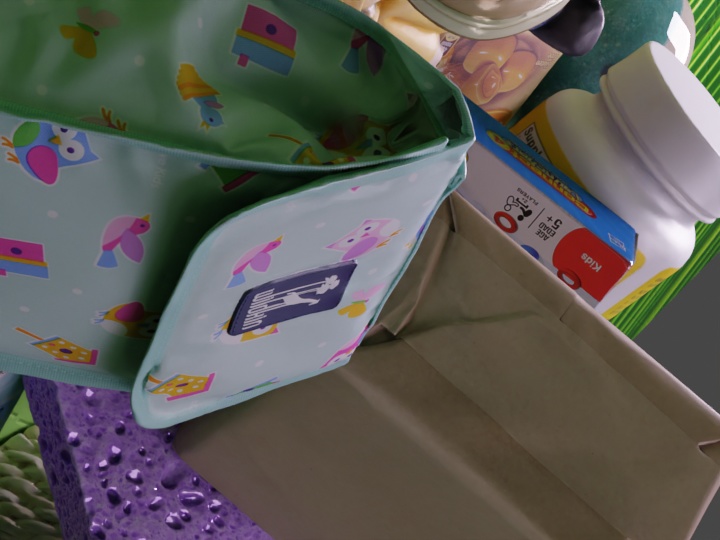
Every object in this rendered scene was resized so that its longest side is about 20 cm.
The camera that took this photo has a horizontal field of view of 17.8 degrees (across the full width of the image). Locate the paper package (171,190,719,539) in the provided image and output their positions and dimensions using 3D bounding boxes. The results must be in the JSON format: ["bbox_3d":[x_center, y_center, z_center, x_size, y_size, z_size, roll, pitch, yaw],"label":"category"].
[{"bbox_3d":[0.038,0.081,1.029,0.104,0.191,0.200,-55,-171,-27],"label":"paper package"}]

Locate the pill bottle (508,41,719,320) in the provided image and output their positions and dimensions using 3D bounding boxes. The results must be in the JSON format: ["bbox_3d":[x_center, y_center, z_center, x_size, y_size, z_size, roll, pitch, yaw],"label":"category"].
[{"bbox_3d":[0.103,-0.023,1.211,0.200,0.114,0.114,-37,169,18],"label":"pill bottle"}]

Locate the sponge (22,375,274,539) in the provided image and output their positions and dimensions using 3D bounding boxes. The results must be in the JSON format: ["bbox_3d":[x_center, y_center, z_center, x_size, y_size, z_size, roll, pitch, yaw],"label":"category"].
[{"bbox_3d":[-0.087,0.129,1.094,0.111,0.201,0.030,-17,-175,-43],"label":"sponge"}]

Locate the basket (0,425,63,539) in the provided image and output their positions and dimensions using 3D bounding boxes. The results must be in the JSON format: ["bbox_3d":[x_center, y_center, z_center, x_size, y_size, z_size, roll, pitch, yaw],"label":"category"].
[{"bbox_3d":[-0.120,0.187,1.246,0.198,0.200,0.161,-26,127,-52],"label":"basket"}]

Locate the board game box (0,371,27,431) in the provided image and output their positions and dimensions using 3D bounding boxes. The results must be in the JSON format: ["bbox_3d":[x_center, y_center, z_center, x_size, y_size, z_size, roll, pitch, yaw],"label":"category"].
[{"bbox_3d":[-0.205,0.049,1.017,0.151,0.047,0.200,-28,158,-50],"label":"board game box"}]

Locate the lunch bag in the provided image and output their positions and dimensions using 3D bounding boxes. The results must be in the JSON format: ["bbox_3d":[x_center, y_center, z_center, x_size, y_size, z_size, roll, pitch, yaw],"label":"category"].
[{"bbox_3d":[-0.072,-0.032,0.825,0.170,0.199,0.122,117,-12,-54],"label":"lunch bag"}]

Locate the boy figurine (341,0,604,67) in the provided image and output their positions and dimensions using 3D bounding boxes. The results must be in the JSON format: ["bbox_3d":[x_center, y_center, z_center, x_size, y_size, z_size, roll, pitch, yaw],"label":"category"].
[{"bbox_3d":[0.043,-0.143,1.035,0.200,0.064,0.125,-3,130,-52],"label":"boy figurine"}]

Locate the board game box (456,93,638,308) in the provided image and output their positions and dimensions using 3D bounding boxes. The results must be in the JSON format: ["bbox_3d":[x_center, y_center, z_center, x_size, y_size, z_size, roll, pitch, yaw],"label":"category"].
[{"bbox_3d":[0.000,0.000,1.144,0.196,0.200,0.056,-51,-175,20],"label":"board game box"}]

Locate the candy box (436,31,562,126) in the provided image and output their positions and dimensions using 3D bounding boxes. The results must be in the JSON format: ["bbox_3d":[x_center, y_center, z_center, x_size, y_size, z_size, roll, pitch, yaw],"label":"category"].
[{"bbox_3d":[0.017,-0.078,1.235,0.115,0.055,0.200,3,130,-53],"label":"candy box"}]

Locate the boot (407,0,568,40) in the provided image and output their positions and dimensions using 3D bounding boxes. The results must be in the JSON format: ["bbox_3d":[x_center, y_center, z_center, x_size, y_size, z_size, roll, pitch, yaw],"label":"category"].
[{"bbox_3d":[0.100,-0.190,0.929,0.200,0.072,0.155,-42,168,-36],"label":"boot"}]

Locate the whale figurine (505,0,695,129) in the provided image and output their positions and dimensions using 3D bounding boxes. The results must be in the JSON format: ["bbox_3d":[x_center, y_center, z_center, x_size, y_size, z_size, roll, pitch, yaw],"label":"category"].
[{"bbox_3d":[0.089,-0.120,1.310,0.200,0.104,0.159,-28,-151,15],"label":"whale figurine"}]
